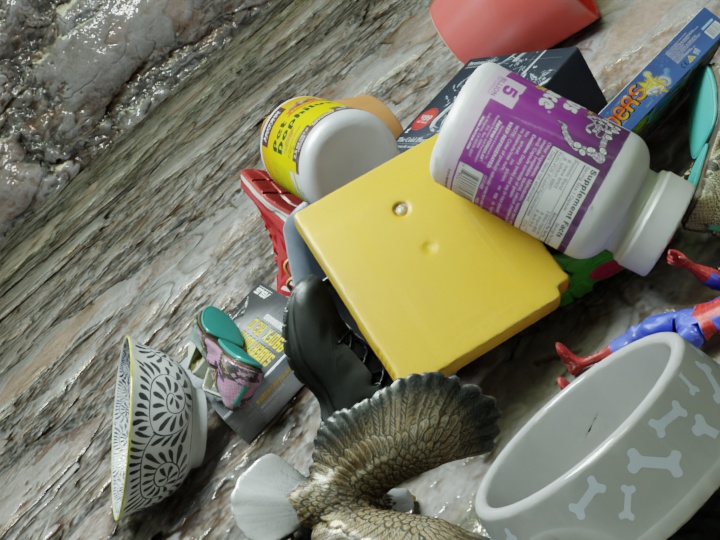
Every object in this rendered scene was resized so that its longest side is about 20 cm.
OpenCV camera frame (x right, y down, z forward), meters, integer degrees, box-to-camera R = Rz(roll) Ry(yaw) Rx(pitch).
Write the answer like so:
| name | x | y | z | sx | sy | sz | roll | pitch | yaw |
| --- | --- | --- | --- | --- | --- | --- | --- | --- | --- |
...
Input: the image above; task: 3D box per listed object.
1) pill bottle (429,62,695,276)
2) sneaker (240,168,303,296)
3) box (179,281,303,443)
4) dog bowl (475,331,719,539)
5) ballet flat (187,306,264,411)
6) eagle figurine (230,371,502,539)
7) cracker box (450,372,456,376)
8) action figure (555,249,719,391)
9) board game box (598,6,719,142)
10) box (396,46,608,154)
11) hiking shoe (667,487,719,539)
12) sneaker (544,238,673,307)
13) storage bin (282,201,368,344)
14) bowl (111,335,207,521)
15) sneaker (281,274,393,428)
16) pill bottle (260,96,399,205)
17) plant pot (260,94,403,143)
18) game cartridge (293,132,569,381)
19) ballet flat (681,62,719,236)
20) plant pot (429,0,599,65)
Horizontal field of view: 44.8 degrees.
| name | x | y | z | sx | sy | sz | roll | pitch | yaw |
| --- | --- | --- | --- | --- | --- | --- | --- | --- | --- |
| pill bottle | 0.165 | -0.080 | 0.721 | 0.113 | 0.198 | 0.113 | -57 | -11 | -18 |
| sneaker | -0.106 | -0.038 | 1.135 | 0.200 | 0.078 | 0.117 | 45 | 120 | 32 |
| box | -0.129 | 0.104 | 1.066 | 0.158 | 0.048 | 0.199 | -45 | 27 | -11 |
| dog bowl | 0.156 | 0.119 | 0.569 | 0.200 | 0.059 | 0.200 | -43 | -1 | -1 |
| ballet flat | -0.163 | 0.102 | 0.999 | 0.072 | 0.069 | 0.200 | -60 | 28 | 4 |
| eagle figurine | 0.015 | 0.180 | 0.685 | 0.198 | 0.153 | 0.151 | -26 | 9 | 36 |
| cracker box | 0.096 | -0.014 | 0.861 | 0.201 | 0.134 | 0.057 | -50 | 30 | -18 |
| action figure | 0.234 | 0.030 | 0.665 | 0.198 | 0.099 | 0.066 | -23 | 32 | 25 |
| board game box | 0.269 | -0.148 | 0.864 | 0.200 | 0.034 | 0.136 | -45 | -15 | -10 |
| box | 0.159 | -0.159 | 1.034 | 0.182 | 0.105 | 0.199 | -47 | 28 | -17 |
| hiking shoe | 0.236 | 0.135 | 0.545 | 0.199 | 0.075 | 0.087 | -34 | 8 | 6 |
| sneaker | 0.193 | -0.025 | 0.816 | 0.197 | 0.077 | 0.084 | -22 | 38 | 11 |
| storage bin | 0.000 | 0.000 | 0.963 | 0.145 | 0.135 | 0.201 | -35 | 26 | 8 |
| bowl | -0.227 | 0.177 | 0.993 | 0.200 | 0.093 | 0.205 | -176 | 90 | -70 |
| sneaker | -0.005 | 0.095 | 0.778 | 0.090 | 0.203 | 0.076 | -12 | 17 | 26 |
| pill bottle | -0.042 | -0.127 | 0.940 | 0.109 | 0.110 | 0.200 | -43 | 27 | -7 |
| plant pot | -0.022 | -0.141 | 1.168 | 0.139 | 0.203 | 0.199 | -30 | 22 | -24 |
| game cartridge | 0.061 | -0.013 | 0.771 | 0.175 | 0.033 | 0.201 | -29 | 64 | -9 |
| ballet flat | 0.327 | -0.104 | 0.779 | 0.074 | 0.068 | 0.202 | 17 | 52 | 5 |
| plant pot | 0.205 | -0.376 | 1.224 | 0.177 | 0.200 | 0.202 | -36 | 25 | 29 |
